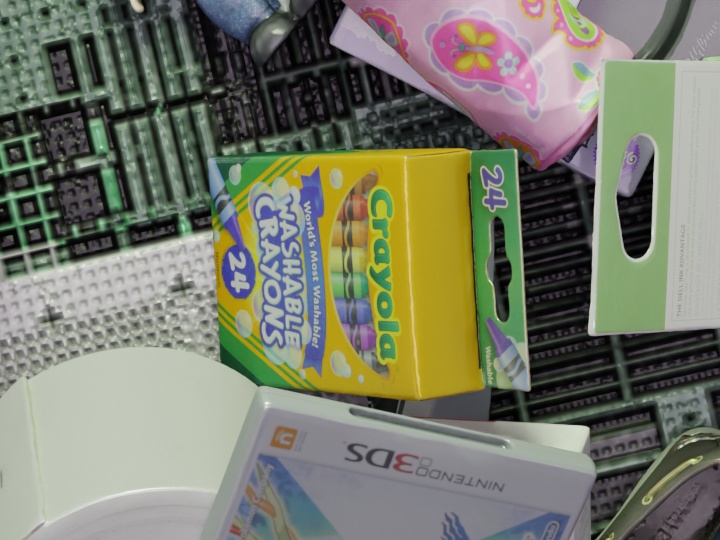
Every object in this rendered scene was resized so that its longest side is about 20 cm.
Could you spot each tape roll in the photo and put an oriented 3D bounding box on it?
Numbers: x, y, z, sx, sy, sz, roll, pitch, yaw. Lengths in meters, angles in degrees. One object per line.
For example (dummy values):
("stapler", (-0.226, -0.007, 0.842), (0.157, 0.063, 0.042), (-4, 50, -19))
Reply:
("tape roll", (-0.115, 0.161, 1.295), (0.201, 0.139, 0.204), (-5, 121, -9))

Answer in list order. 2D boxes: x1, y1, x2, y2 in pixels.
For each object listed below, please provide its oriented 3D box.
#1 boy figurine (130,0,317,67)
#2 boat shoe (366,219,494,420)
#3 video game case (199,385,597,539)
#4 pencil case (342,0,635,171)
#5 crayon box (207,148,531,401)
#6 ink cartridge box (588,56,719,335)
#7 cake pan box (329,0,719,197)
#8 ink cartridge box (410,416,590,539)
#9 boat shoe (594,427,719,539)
("boy figurine", (-0.101, -0.207, 1.338), (0.200, 0.064, 0.124), (43, 98, -5))
("boat shoe", (0.028, 0.047, 1.356), (0.067, 0.072, 0.202), (15, 112, 34))
("video game case", (0.002, 0.163, 1.228), (0.181, 0.022, 0.201), (13, 114, -19))
("pencil case", (0.053, -0.141, 1.281), (0.200, 0.087, 0.088), (40, 95, -2))
("crayon box", (0.000, 0.000, 1.293), (0.051, 0.199, 0.127), (-8, 96, -41))
("ink cartridge box", (0.192, -0.041, 1.300), (0.199, 0.048, 0.147), (-1, 96, -30))
("cake pan box", (0.108, -0.161, 1.341), (0.199, 0.052, 0.185), (28, 98, 0))
("ink cartridge box", (0.063, 0.184, 1.311), (0.116, 0.068, 0.202), (3, 110, 13))
("boat shoe", (0.152, 0.179, 1.362), (0.072, 0.060, 0.202), (32, 95, -1))
